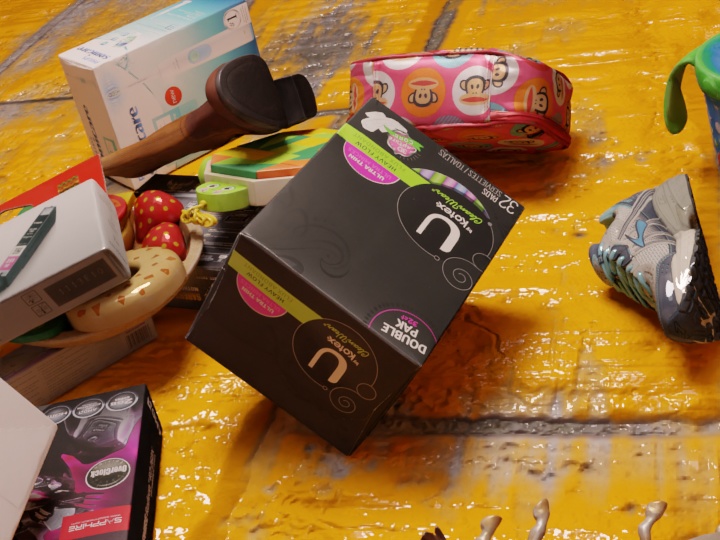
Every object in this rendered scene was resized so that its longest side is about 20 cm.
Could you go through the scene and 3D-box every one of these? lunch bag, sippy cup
[{"bbox_3d":[0.100,-0.156,1.070,0.200,0.082,0.176,3,-1,24],"label":"lunch bag"},{"bbox_3d":[0.346,-0.121,0.917,0.139,0.130,0.178,-18,31,-6],"label":"sippy cup"}]

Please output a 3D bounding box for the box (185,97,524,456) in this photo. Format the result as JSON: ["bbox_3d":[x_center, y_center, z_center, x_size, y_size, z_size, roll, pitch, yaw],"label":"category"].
[{"bbox_3d":[0.000,0.000,0.804,0.148,0.124,0.200,36,45,3],"label":"box"}]

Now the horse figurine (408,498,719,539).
[{"bbox_3d":[0.123,0.183,0.580,0.200,0.050,0.133,1,51,8],"label":"horse figurine"}]

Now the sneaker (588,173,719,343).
[{"bbox_3d":[0.219,0.001,0.842,0.086,0.078,0.200,-16,22,18],"label":"sneaker"}]

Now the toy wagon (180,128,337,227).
[{"bbox_3d":[-0.074,-0.084,0.984,0.155,0.040,0.200,12,25,40],"label":"toy wagon"}]

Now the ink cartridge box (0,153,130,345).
[{"bbox_3d":[-0.291,-0.015,0.896,0.200,0.044,0.174,-27,45,2],"label":"ink cartridge box"}]

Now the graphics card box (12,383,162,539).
[{"bbox_3d":[-0.201,0.163,0.743,0.125,0.051,0.200,-12,30,2],"label":"graphics card box"}]

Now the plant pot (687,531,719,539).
[{"bbox_3d":[0.075,0.245,0.391,0.200,0.200,0.177,-16,42,-5],"label":"plant pot"}]

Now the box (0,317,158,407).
[{"bbox_3d":[-0.259,0.081,0.904,0.200,0.041,0.039,-33,36,-27],"label":"box"}]

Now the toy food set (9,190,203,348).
[{"bbox_3d":[-0.229,-0.005,0.935,0.198,0.049,0.200,-8,36,12],"label":"toy food set"}]

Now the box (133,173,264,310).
[{"bbox_3d":[-0.146,-0.029,1.029,0.200,0.048,0.158,4,34,26],"label":"box"}]

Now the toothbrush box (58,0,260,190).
[{"bbox_3d":[-0.210,-0.203,1.238,0.200,0.147,0.085,-31,35,-28],"label":"toothbrush box"}]

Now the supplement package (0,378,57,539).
[{"bbox_3d":[-0.308,0.142,0.677,0.200,0.121,0.120,-33,27,23],"label":"supplement package"}]

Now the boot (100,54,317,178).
[{"bbox_3d":[-0.160,-0.134,1.020,0.200,0.069,0.188,-17,8,17],"label":"boot"}]
